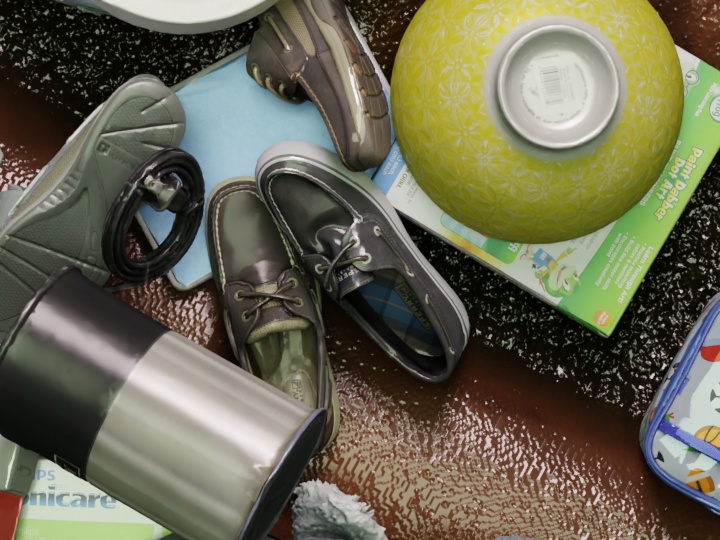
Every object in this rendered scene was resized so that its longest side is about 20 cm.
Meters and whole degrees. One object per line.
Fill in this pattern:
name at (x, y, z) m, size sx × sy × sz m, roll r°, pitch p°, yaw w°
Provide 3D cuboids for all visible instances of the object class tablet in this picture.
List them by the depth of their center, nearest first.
tablet at (-0.071, -0.087, 1.641) m, size 0.200 × 0.014 × 0.130 m, roll -29°, pitch 90°, yaw -1°

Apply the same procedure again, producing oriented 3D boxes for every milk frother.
milk frother at (-0.104, 0.051, 1.476) m, size 0.188 × 0.180 × 0.200 m, roll 29°, pitch 102°, yaw 7°

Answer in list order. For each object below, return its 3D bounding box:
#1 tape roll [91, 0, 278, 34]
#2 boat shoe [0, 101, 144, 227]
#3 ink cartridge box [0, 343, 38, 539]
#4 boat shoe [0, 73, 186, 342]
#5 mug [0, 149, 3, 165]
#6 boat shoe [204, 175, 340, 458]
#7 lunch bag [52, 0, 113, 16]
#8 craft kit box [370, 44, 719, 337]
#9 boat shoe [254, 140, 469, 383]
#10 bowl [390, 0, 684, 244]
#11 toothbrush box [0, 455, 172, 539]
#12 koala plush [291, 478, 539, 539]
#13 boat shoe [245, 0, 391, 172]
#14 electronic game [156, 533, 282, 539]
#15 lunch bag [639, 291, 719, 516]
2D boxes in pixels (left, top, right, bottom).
tape roll at (-0.114, -0.257, 1.535) m, size 0.202 × 0.071 × 0.203 m, roll 0°, pitch 89°, yaw -4°
boat shoe at (-0.215, -0.033, 1.615) m, size 0.201 × 0.070 × 0.072 m, roll -46°, pitch 77°, yaw 4°
ink cartridge box at (-0.314, 0.123, 1.557) m, size 0.199 × 0.045 × 0.177 m, roll 11°, pitch 81°, yaw 14°
boat shoe at (-0.186, -0.041, 1.551) m, size 0.074 × 0.065 × 0.202 m, roll 31°, pitch 96°, yaw -16°
mug at (-0.345, -0.050, 1.587) m, size 0.175 × 0.148 × 0.200 m, roll 22°, pitch 120°, yaw -7°
boat shoe at (-0.055, 0.033, 1.608) m, size 0.073 × 0.065 × 0.201 m, roll -19°, pitch 97°, yaw -2°
lunch bag at (-0.153, -0.272, 1.606) m, size 0.160 × 0.082 × 0.201 m, roll 14°, pitch 90°, yaw 1°
craft kit box at (0.135, -0.089, 1.621) m, size 0.197 × 0.049 × 0.200 m, roll 31°, pitch 88°, yaw -1°
boat shoe at (0.000, 0.000, 1.584) m, size 0.070 × 0.066 × 0.200 m, roll -29°, pitch 114°, yaw 23°
bowl at (0.123, -0.117, 1.546) m, size 0.199 × 0.108 × 0.201 m, roll 0°, pitch 90°, yaw -4°
toothbrush box at (-0.181, 0.224, 1.603) m, size 0.145 × 0.086 × 0.201 m, roll 2°, pitch 91°, yaw 0°
koala plush at (0.022, 0.237, 1.573) m, size 0.200 × 0.184 × 0.178 m, roll 23°, pitch 89°, yaw 12°
boat shoe at (-0.037, -0.144, 1.594) m, size 0.073 × 0.074 × 0.200 m, roll -27°, pitch 59°, yaw 12°
electronic game at (-0.090, 0.265, 1.527) m, size 0.199 × 0.042 × 0.201 m, roll 0°, pitch 89°, yaw 15°
lunch bag at (0.299, 0.114, 1.614) m, size 0.200 × 0.076 × 0.161 m, roll 28°, pitch 92°, yaw 1°
